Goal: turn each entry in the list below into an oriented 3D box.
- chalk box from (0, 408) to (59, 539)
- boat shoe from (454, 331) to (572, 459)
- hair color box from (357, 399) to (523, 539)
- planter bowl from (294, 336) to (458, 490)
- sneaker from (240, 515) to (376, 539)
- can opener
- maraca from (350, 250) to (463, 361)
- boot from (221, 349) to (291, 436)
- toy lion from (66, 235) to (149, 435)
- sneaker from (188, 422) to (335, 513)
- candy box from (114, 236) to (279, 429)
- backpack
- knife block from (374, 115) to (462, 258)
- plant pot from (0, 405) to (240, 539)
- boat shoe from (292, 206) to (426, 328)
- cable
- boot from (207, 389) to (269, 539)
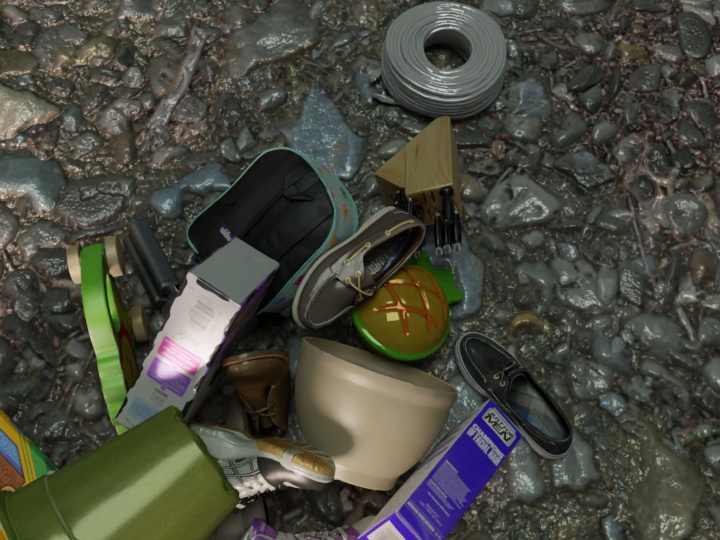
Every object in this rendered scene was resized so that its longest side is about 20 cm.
[{"bbox_3d":[-0.444,0.229,1.037,0.199,0.126,0.124,40,69,16],"label":"chalk box"},{"bbox_3d":[0.196,0.150,1.125,0.069,0.067,0.201,-31,68,-16],"label":"boat shoe"},{"bbox_3d":[0.094,0.247,1.015,0.065,0.110,0.200,44,51,5],"label":"hair color box"},{"bbox_3d":[0.004,0.175,1.055,0.196,0.200,0.138,19,91,8],"label":"planter bowl"},{"bbox_3d":[-0.066,0.318,1.009,0.198,0.073,0.116,-32,94,-17],"label":"sneaker"},{"bbox_3d":[-0.253,0.020,1.198,0.066,0.054,0.202,-9,58,-43],"label":"can opener"},{"bbox_3d":[0.062,0.041,1.160,0.136,0.108,0.200,38,43,4],"label":"maraca"},{"bbox_3d":[-0.113,0.145,1.047,0.072,0.201,0.077,-9,68,4],"label":"boot"},{"bbox_3d":[-0.298,0.092,1.075,0.067,0.203,0.194,-12,46,-7],"label":"toy lion"},{"bbox_3d":[-0.116,0.230,0.991,0.196,0.075,0.090,6,84,29],"label":"sneaker"},{"bbox_3d":[-0.184,0.080,1.022,0.071,0.168,0.203,30,107,1],"label":"candy box"},{"bbox_3d":[-0.098,-0.052,1.150,0.201,0.152,0.177,-48,65,20],"label":"backpack"},{"bbox_3d":[0.112,-0.111,1.219,0.199,0.065,0.174,-42,46,-20],"label":"knife block"},{"bbox_3d":[-0.229,0.242,0.894,0.189,0.201,0.200,-38,70,-13],"label":"plant pot"},{"bbox_3d":[0.000,0.000,1.085,0.200,0.073,0.059,-43,36,-20],"label":"boat shoe"},{"bbox_3d":[0.128,-0.327,1.360,0.196,0.070,0.203,22,65,9],"label":"cable"},{"bbox_3d":[-0.192,0.252,1.066,0.143,0.071,0.204,-13,59,-1],"label":"boot"}]
